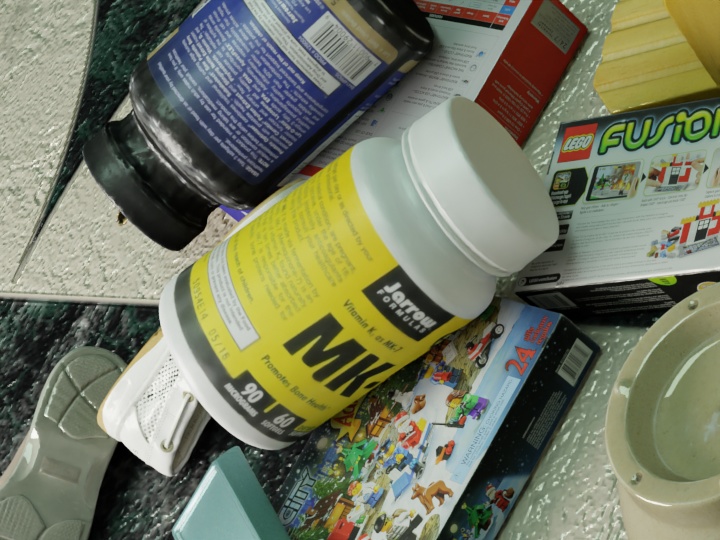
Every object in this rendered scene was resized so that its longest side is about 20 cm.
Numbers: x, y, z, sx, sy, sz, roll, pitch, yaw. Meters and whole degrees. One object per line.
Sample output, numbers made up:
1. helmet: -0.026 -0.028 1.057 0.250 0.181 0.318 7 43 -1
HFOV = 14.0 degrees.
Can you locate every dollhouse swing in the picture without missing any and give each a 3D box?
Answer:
1. dollhouse swing: 0.185 -0.196 1.582 0.175 0.182 0.200 0 60 34

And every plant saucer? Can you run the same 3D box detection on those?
1. plant saucer: -0.047 0.185 1.558 0.070 0.019 0.200 -58 44 28

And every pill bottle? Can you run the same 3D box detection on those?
1. pill bottle: -0.063 -0.107 1.713 0.200 0.112 0.112 -42 38 12
2. pill bottle: 0.000 0.000 1.573 0.200 0.114 0.114 -36 39 21

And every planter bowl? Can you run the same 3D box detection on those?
1. planter bowl: 0.197 0.086 1.345 0.200 0.135 0.201 -26 44 29

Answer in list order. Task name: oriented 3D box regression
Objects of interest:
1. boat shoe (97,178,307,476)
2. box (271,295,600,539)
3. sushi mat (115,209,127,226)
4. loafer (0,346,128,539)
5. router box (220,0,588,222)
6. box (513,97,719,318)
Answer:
1. boat shoe: -0.073 0.036 1.714 0.069 0.071 0.200 42 114 13
2. box: 0.028 0.104 1.583 0.136 0.038 0.200 15 71 51
3. sushi mat: -0.114 -0.103 1.883 0.096 0.012 0.200 -35 23 18
4. loafer: -0.193 0.143 1.771 0.063 0.072 0.200 115 -179 -70
5. router box: 0.016 -0.096 1.756 0.200 0.049 0.180 17 73 51
6. box: 0.179 -0.036 1.545 0.200 0.035 0.110 -6 57 43
